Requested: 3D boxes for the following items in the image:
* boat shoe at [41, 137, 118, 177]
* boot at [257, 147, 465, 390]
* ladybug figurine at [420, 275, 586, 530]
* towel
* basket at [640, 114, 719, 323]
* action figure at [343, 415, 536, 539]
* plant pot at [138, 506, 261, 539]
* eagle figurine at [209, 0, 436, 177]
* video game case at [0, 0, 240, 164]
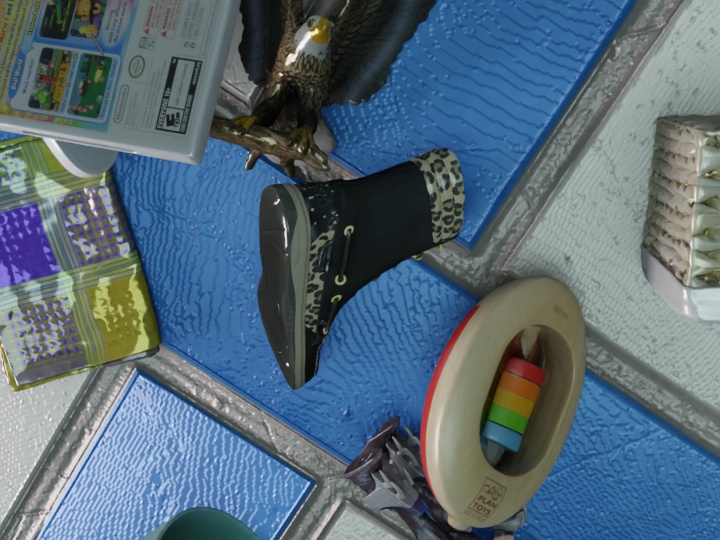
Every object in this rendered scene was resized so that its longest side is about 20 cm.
[{"bbox_3d":[-0.247,-0.162,0.926,0.065,0.073,0.203,-18,96,47],"label":"boat shoe"},{"bbox_3d":[0.001,0.000,0.932,0.152,0.074,0.205,-18,140,-19],"label":"boot"},{"bbox_3d":[0.103,0.099,0.932,0.135,0.071,0.202,33,77,-35],"label":"ladybug figurine"},{"bbox_3d":[-0.250,-0.008,0.986,0.141,0.023,0.203,-11,104,9],"label":"towel"},{"bbox_3d":[0.274,-0.042,0.842,0.133,0.200,0.126,2,101,4],"label":"basket"},{"bbox_3d":[0.073,0.213,0.971,0.200,0.130,0.069,46,132,-4],"label":"action figure"},{"bbox_3d":[-0.161,0.315,0.982,0.160,0.201,0.202,-27,102,24],"label":"plant pot"},{"bbox_3d":[-0.036,-0.174,0.886,0.151,0.150,0.203,28,73,-43],"label":"eagle figurine"},{"bbox_3d":[-0.172,-0.186,0.851,0.179,0.024,0.203,10,82,15],"label":"video game case"}]
